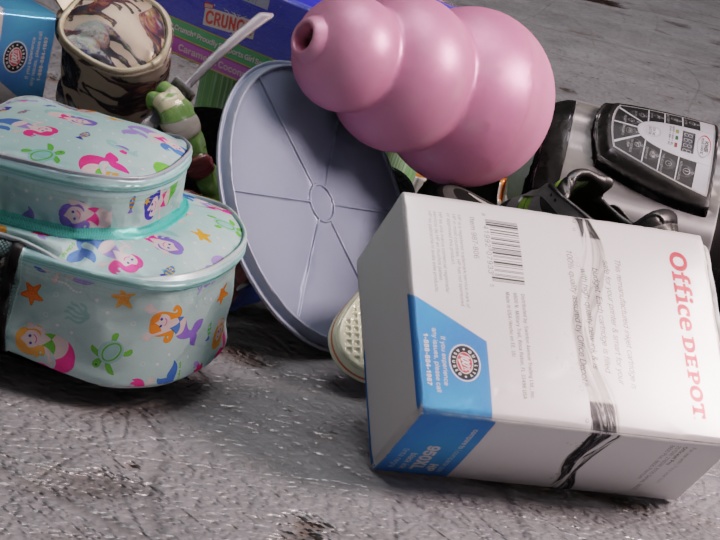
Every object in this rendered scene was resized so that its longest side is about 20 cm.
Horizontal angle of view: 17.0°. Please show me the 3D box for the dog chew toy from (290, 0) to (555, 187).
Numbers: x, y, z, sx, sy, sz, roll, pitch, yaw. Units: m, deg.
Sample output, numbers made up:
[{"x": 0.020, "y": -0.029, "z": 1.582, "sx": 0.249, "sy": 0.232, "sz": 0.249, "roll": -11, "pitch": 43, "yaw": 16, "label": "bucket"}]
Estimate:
[{"x": 0.036, "y": -0.129, "z": 1.616, "sx": 0.200, "sy": 0.125, "sz": 0.124, "roll": 16, "pitch": 9, "yaw": -39, "label": "dog chew toy"}]

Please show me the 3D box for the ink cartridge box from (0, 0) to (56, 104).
[{"x": -0.351, "y": -0.143, "z": 1.750, "sx": 0.200, "sy": 0.147, "sz": 0.146, "roll": 3, "pitch": 18, "yaw": -36, "label": "ink cartridge box"}]

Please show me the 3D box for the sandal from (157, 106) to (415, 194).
[{"x": -0.060, "y": -0.062, "z": 1.777, "sx": 0.200, "sy": 0.076, "sz": 0.048, "roll": 18, "pitch": -12, "yaw": -9, "label": "sandal"}]

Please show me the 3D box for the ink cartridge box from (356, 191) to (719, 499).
[{"x": 0.107, "y": 0.047, "z": 1.413, "sx": 0.199, "sy": 0.084, "sz": 0.145, "roll": 8, "pitch": 58, "yaw": -19, "label": "ink cartridge box"}]

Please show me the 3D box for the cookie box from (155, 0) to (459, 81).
[{"x": -0.037, "y": -0.180, "z": 1.764, "sx": 0.171, "sy": 0.075, "sz": 0.200, "roll": 26, "pitch": 19, "yaw": 28, "label": "cookie box"}]

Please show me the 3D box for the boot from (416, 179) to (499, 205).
[{"x": 0.085, "y": -0.084, "z": 1.812, "sx": 0.077, "sy": 0.139, "sz": 0.200, "roll": 11, "pitch": 12, "yaw": -6, "label": "boot"}]

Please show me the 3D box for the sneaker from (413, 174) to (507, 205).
[{"x": 0.123, "y": -0.075, "z": 2.052, "sx": 0.199, "sy": 0.079, "sz": 0.077, "roll": 18, "pitch": 6, "yaw": 16, "label": "sneaker"}]

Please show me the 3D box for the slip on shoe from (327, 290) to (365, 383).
[{"x": 0.036, "y": 0.038, "z": 1.580, "sx": 0.074, "sy": 0.061, "sz": 0.200, "roll": 51, "pitch": 31, "yaw": 7, "label": "slip on shoe"}]

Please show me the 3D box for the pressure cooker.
[{"x": 0.210, "y": -0.022, "z": 1.718, "sx": 0.199, "sy": 0.176, "sz": 0.179, "roll": 14, "pitch": -2, "yaw": 3, "label": "pressure cooker"}]

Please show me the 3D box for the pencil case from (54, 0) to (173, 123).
[{"x": -0.182, "y": -0.123, "z": 1.700, "sx": 0.078, "sy": 0.200, "sz": 0.089, "roll": -34, "pitch": 73, "yaw": -25, "label": "pencil case"}]

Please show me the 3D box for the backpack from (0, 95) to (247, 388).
[{"x": -0.168, "y": -0.014, "z": 1.433, "sx": 0.200, "sy": 0.151, "sz": 0.178, "roll": 23, "pitch": 21, "yaw": 14, "label": "backpack"}]

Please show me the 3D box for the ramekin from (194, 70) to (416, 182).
[{"x": -0.037, "y": -0.120, "z": 1.885, "sx": 0.199, "sy": 0.098, "sz": 0.200, "roll": 16, "pitch": 16, "yaw": -5, "label": "ramekin"}]

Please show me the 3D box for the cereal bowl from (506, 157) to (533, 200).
[{"x": 0.208, "y": -0.037, "z": 1.896, "sx": 0.199, "sy": 0.084, "sz": 0.200, "roll": 12, "pitch": -10, "yaw": 2, "label": "cereal bowl"}]

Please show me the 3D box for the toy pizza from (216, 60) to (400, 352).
[{"x": -0.037, "y": -0.041, "z": 1.601, "sx": 0.032, "sy": 0.201, "sz": 0.200, "roll": -17, "pitch": -4, "yaw": 34, "label": "toy pizza"}]

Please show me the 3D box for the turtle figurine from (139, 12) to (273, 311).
[{"x": -0.156, "y": -0.061, "z": 1.626, "sx": 0.193, "sy": 0.201, "sz": 0.144, "roll": 0, "pitch": -16, "yaw": -28, "label": "turtle figurine"}]

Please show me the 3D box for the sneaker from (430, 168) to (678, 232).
[{"x": 0.129, "y": -0.030, "z": 1.580, "sx": 0.199, "sy": 0.083, "sz": 0.071, "roll": 15, "pitch": 14, "yaw": 39, "label": "sneaker"}]
